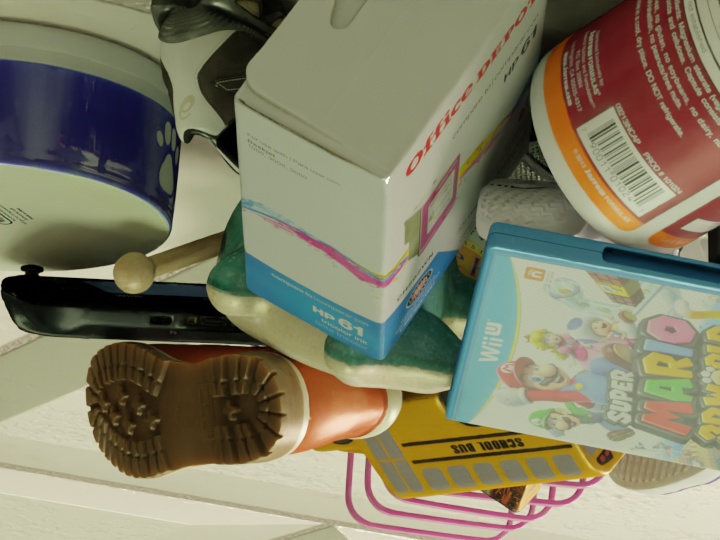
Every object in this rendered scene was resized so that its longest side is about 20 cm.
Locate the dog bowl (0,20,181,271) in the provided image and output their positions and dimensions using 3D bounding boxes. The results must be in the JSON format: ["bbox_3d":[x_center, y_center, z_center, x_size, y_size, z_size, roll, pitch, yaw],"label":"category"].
[{"bbox_3d":[-0.197,-0.064,1.587,0.200,0.079,0.200,2,163,1],"label":"dog bowl"}]

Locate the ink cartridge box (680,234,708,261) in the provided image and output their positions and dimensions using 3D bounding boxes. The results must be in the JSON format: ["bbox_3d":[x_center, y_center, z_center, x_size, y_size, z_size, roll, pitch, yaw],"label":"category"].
[{"bbox_3d":[0.150,0.009,1.656,0.145,0.084,0.200,50,145,-13],"label":"ink cartridge box"}]

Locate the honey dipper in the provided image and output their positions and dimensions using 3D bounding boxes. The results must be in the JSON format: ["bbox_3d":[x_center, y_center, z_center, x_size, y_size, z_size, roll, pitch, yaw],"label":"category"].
[{"bbox_3d":[-0.057,-0.021,1.624,0.200,0.038,0.038,-21,-179,-38],"label":"honey dipper"}]

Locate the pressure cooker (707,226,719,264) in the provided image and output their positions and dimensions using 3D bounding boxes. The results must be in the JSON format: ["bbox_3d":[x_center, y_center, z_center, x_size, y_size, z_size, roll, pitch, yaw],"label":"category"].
[{"bbox_3d":[0.255,-0.021,1.454,0.178,0.200,0.176,10,158,-24],"label":"pressure cooker"}]

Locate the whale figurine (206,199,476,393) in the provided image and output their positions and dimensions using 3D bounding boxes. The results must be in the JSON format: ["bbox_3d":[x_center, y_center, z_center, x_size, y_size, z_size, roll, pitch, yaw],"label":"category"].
[{"bbox_3d":[0.000,0.000,1.522,0.159,0.104,0.200,7,-165,-16],"label":"whale figurine"}]

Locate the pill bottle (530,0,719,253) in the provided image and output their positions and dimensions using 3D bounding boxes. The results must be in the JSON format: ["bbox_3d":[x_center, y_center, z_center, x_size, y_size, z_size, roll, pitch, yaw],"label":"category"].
[{"bbox_3d":[0.183,-0.097,1.324,0.200,0.113,0.113,-31,146,34],"label":"pill bottle"}]

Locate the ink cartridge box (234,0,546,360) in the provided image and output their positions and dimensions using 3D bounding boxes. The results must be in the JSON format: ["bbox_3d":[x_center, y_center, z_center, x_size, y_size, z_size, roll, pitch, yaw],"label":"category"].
[{"bbox_3d":[0.015,-0.069,1.362,0.085,0.145,0.200,29,158,14],"label":"ink cartridge box"}]

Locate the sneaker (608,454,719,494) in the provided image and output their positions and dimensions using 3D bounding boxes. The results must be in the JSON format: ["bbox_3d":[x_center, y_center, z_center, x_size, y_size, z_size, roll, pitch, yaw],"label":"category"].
[{"bbox_3d":[0.247,0.092,1.725,0.200,0.073,0.114,-25,149,36],"label":"sneaker"}]

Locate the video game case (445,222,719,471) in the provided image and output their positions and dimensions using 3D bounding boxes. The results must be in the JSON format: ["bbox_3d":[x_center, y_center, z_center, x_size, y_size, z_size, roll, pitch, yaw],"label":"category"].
[{"bbox_3d":[0.148,0.044,1.392,0.200,0.018,0.143,11,143,0],"label":"video game case"}]

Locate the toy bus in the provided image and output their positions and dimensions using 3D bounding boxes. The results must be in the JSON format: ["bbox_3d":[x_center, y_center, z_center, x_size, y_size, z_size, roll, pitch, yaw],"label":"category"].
[{"bbox_3d":[0.058,0.078,1.626,0.200,0.065,0.078,-11,119,46],"label":"toy bus"}]

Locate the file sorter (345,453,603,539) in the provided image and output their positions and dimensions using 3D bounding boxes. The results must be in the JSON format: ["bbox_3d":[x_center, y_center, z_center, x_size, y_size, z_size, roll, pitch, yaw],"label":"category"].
[{"bbox_3d":[0.080,0.108,2.034,0.139,0.126,0.200,8,162,-15],"label":"file sorter"}]

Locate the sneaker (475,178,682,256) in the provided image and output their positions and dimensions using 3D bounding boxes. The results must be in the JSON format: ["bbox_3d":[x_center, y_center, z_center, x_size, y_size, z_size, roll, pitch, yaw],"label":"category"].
[{"bbox_3d":[0.111,0.015,1.443,0.075,0.115,0.200,4,-179,24],"label":"sneaker"}]

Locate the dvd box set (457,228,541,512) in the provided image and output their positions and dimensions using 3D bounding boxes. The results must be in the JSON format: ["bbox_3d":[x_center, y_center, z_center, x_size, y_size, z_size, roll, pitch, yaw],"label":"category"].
[{"bbox_3d":[0.058,0.036,1.664,0.146,0.029,0.200,33,141,14],"label":"dvd box set"}]

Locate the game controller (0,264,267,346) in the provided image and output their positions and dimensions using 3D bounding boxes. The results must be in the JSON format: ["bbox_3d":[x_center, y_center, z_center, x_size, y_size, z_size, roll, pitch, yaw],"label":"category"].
[{"bbox_3d":[-0.098,0.020,1.636,0.200,0.042,0.104,2,177,-22],"label":"game controller"}]

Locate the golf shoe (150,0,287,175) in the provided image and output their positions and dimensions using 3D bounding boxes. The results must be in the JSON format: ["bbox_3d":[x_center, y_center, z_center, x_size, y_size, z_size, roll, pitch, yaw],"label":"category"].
[{"bbox_3d":[-0.038,-0.080,1.491,0.078,0.095,0.200,-12,160,36],"label":"golf shoe"}]

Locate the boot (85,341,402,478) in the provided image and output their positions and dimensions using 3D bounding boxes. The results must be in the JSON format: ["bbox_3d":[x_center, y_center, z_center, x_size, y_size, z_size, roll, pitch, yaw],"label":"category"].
[{"bbox_3d":[-0.068,0.074,1.616,0.107,0.075,0.200,-7,-175,-41],"label":"boot"}]

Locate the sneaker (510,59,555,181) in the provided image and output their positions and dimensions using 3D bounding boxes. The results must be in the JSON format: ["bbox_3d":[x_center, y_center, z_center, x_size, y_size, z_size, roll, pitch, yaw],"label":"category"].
[{"bbox_3d":[0.096,-0.082,1.491,0.114,0.076,0.199,2,170,-21],"label":"sneaker"}]
